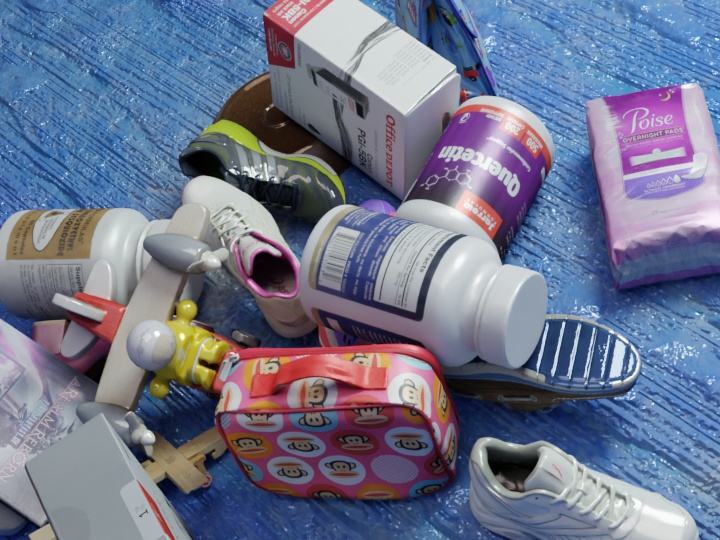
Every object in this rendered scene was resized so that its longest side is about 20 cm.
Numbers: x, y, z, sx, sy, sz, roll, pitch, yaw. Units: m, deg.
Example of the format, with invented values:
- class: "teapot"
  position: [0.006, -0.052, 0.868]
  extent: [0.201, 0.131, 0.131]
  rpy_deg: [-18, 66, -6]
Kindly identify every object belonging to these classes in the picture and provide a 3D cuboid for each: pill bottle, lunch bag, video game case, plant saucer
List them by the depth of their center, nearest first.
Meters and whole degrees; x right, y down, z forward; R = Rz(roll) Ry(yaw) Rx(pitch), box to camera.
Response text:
- class: "lunch bag"
  position: [-0.022, 0.124, 1.096]
  extent: [0.197, 0.177, 0.083]
  rpy_deg: [-3, 54, 16]
- class: "pill bottle"
  position: [0.055, 0.018, 1.104]
  extent: [0.198, 0.112, 0.112]
  rpy_deg: [17, 60, 30]
- class: "video game case"
  position: [-0.338, 0.135, 1.227]
  extent: [0.199, 0.019, 0.143]
  rpy_deg: [31, 62, 9]
- class: "pill bottle"
  position: [0.103, -0.064, 1.244]
  extent: [0.111, 0.113, 0.201]
  rpy_deg: [15, 59, 28]
- class: "pill bottle"
  position: [-0.266, -0.006, 1.326]
  extent: [0.197, 0.115, 0.115]
  rpy_deg: [0, 53, 19]
- class: "lunch bag"
  position: [0.073, -0.280, 1.366]
  extent: [0.093, 0.201, 0.152]
  rpy_deg: [-17, 49, 6]
- class: "plant saucer"
  position: [-0.087, -0.165, 1.442]
  extent: [0.198, 0.037, 0.202]
  rpy_deg: [-10, 52, 12]

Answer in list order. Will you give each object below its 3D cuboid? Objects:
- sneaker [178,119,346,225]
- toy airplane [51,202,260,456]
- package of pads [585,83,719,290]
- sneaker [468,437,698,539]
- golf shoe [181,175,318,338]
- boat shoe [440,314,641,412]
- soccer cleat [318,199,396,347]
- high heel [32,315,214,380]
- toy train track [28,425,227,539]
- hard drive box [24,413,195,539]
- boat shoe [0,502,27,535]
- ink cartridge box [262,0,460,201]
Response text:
- class: "sneaker"
  position: [-0.104, -0.089, 1.338]
  extent: [0.198, 0.075, 0.081]
  rpy_deg: [23, 35, 23]
- class: "toy airplane"
  position: [-0.194, 0.061, 1.183]
  extent: [0.197, 0.141, 0.202]
  rpy_deg: [-22, 87, 0]
- class: "package of pads"
  position: [0.284, -0.081, 1.219]
  extent: [0.119, 0.076, 0.202]
  rpy_deg: [-8, 51, 9]
- class: "sneaker"
  position: [0.170, 0.186, 1.031]
  extent: [0.198, 0.100, 0.078]
  rpy_deg: [10, 57, 26]
- class: "golf shoe"
  position: [-0.107, -0.027, 1.249]
  extent: [0.075, 0.092, 0.200]
  rpy_deg: [-41, 71, -8]
- class: "boat shoe"
  position: [0.153, 0.084, 1.135]
  extent: [0.198, 0.073, 0.073]
  rpy_deg: [7, 54, 27]
- class: "soccer cleat"
  position: [0.000, 0.000, 1.255]
  extent: [0.067, 0.074, 0.202]
  rpy_deg: [0, 53, 19]
- class: "high heel"
  position: [-0.240, 0.097, 1.286]
  extent: [0.197, 0.067, 0.098]
  rpy_deg: [-5, 73, 15]
- class: "toy train track"
  position: [-0.205, 0.207, 1.177]
  extent: [0.199, 0.033, 0.114]
  rpy_deg: [-28, 30, -23]
- class: "hard drive box"
  position: [-0.175, 0.239, 1.044]
  extent: [0.076, 0.201, 0.156]
  rpy_deg: [-32, 50, -8]
- class: "boat shoe"
  position: [-0.377, 0.173, 1.256]
  extent: [0.070, 0.070, 0.201]
  rpy_deg: [-21, 68, -34]
- class: "ink cartridge box"
  position: [0.000, -0.188, 1.325]
  extent: [0.199, 0.147, 0.083]
  rpy_deg: [38, 65, 23]
